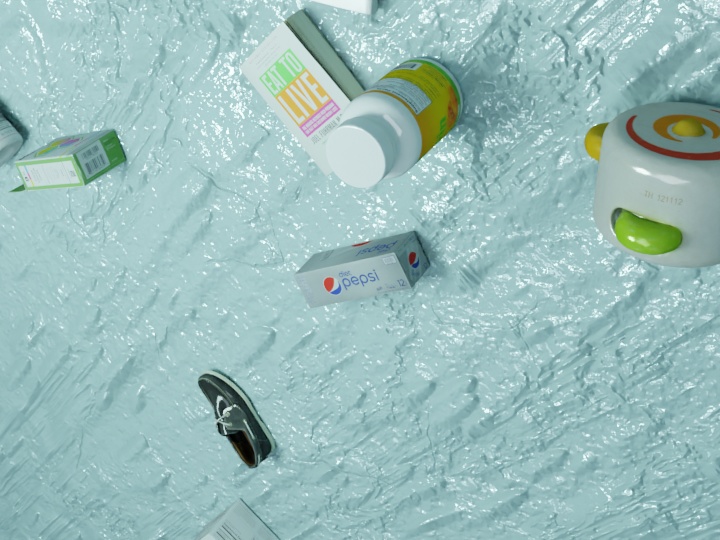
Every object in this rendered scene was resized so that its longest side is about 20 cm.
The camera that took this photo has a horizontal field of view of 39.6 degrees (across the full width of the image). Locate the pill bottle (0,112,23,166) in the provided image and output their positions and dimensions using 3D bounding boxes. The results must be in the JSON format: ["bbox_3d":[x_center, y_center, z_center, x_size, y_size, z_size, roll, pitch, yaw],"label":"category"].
[{"bbox_3d":[-0.697,-0.270,1.742,0.200,0.114,0.114,50,133,-5],"label":"pill bottle"}]

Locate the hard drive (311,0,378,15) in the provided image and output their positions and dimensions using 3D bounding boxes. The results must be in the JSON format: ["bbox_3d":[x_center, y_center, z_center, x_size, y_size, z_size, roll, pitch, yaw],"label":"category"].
[{"bbox_3d":[-0.034,-0.435,1.256,0.131,0.026,0.201,20,129,21],"label":"hard drive"}]

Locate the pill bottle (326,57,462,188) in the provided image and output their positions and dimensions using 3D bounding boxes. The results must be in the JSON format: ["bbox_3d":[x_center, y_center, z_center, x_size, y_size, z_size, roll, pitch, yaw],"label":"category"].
[{"bbox_3d":[0.041,-0.183,1.257,0.111,0.200,0.111,17,128,23],"label":"pill bottle"}]

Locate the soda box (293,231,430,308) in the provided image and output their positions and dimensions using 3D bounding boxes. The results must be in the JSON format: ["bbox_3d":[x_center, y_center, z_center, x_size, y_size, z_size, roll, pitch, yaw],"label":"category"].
[{"bbox_3d":[0.000,0.000,1.496,0.199,0.068,0.064,-12,114,38],"label":"soda box"}]

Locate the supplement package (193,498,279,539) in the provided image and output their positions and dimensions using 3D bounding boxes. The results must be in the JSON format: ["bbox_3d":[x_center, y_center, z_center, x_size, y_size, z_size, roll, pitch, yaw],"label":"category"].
[{"bbox_3d":[-0.240,0.592,2.020,0.200,0.111,0.156,46,133,-1],"label":"supplement package"}]

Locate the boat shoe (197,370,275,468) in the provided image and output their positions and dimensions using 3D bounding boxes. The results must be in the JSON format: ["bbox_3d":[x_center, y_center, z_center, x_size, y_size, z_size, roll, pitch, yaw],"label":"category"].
[{"bbox_3d":[-0.235,0.272,1.835,0.072,0.068,0.200,-26,102,43],"label":"boat shoe"}]

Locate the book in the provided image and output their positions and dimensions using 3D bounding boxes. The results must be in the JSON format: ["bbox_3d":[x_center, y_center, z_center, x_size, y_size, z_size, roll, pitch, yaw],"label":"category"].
[{"bbox_3d":[-0.067,-0.244,1.399,0.200,0.048,0.133,50,137,-8],"label":"book"}]

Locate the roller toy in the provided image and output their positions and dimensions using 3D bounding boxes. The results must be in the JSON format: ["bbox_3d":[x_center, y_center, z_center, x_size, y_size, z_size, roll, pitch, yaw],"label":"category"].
[{"bbox_3d":[0.357,-0.105,1.117,0.182,0.200,0.140,-5,124,-5],"label":"roller toy"}]

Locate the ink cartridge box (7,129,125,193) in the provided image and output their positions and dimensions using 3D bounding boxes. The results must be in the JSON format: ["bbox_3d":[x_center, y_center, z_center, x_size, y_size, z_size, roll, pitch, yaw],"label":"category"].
[{"bbox_3d":[-0.506,-0.182,1.682,0.199,0.104,0.060,-2,118,34],"label":"ink cartridge box"}]
